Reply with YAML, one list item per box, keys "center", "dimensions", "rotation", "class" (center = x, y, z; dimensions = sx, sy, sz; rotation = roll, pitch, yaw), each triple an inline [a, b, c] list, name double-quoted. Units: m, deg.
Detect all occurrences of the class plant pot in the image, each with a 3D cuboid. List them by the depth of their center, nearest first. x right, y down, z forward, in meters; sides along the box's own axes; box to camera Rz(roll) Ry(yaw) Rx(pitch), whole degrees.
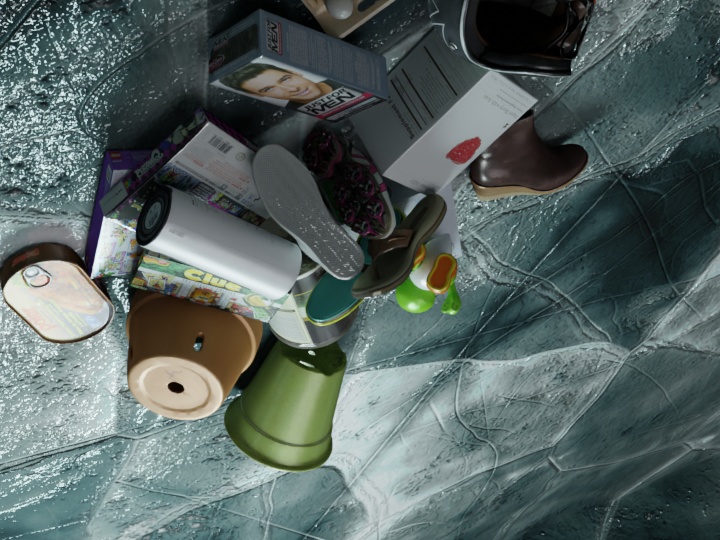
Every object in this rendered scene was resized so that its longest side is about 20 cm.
- center: [-0.251, 0.120, 1.455]
  dimensions: [0.200, 0.140, 0.200]
  rotation: [4, 132, 4]
  class: "plant pot"
- center: [-0.111, 0.206, 1.732]
  dimensions: [0.200, 0.200, 0.190]
  rotation: [1, 125, -36]
  class: "plant pot"

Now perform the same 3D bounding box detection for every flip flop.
- center: [0.044, -0.038, 1.322]
  dimensions: [0.058, 0.081, 0.200]
  rotation: [52, 59, -26]
  class: "flip flop"

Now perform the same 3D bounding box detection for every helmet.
- center: [0.174, -0.322, 1.173]
  dimensions: [0.191, 0.200, 0.200]
  rotation: [17, 141, 4]
  class: "helmet"

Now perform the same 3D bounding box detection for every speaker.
- center: [-0.171, -0.032, 1.253]
  dimensions: [0.200, 0.081, 0.081]
  rotation: [24, 122, -36]
  class: "speaker"

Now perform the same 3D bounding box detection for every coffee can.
- center: [-0.090, 0.005, 1.477]
  dimensions: [0.146, 0.146, 0.200]
  rotation: [-24, 147, -4]
  class: "coffee can"

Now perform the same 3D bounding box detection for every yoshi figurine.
- center: [0.089, 0.018, 1.456]
  dimensions: [0.112, 0.112, 0.200]
  rotation: [-15, 172, 5]
  class: "yoshi figurine"

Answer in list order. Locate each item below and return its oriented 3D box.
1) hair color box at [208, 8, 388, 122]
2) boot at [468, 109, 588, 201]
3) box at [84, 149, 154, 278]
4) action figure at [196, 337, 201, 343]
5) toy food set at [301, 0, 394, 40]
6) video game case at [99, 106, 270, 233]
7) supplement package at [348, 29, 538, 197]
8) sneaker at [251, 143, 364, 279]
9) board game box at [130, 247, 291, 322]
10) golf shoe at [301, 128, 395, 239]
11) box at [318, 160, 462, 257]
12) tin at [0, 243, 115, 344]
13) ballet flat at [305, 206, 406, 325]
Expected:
- center: [-0.071, -0.238, 1.201]
  dimensions: [0.200, 0.061, 0.099]
  rotation: [11, 161, -43]
  class: "hair color box"
- center: [0.261, -0.183, 1.536]
  dimensions: [0.200, 0.072, 0.166]
  rotation: [-19, 149, -6]
  class: "boot"
- center: [-0.279, -0.074, 1.331]
  dimensions: [0.137, 0.039, 0.200]
  rotation: [-5, 141, -30]
  class: "box"
- center: [-0.211, 0.028, 1.509]
  dimensions: [0.118, 0.055, 0.200]
  rotation: [-7, 138, -26]
  class: "action figure"
- center: [-0.021, -0.352, 1.113]
  dimensions: [0.143, 0.060, 0.200]
  rotation: [-34, 147, 10]
  class: "toy food set"
- center: [-0.198, -0.098, 1.288]
  dimensions: [0.181, 0.036, 0.200]
  rotation: [-41, 145, 15]
  class: "video game case"
- center: [0.107, -0.214, 1.340]
  dimensions: [0.200, 0.120, 0.121]
  rotation: [-43, 145, 23]
  class: "supplement package"
- center: [-0.081, -0.076, 1.303]
  dimensions: [0.074, 0.116, 0.200]
  rotation: [-38, 107, -8]
  class: "sneaker"
- center: [-0.202, 0.018, 1.361]
  dimensions: [0.200, 0.023, 0.105]
  rotation: [16, 148, -16]
  class: "board game box"
- center: [0.003, -0.114, 1.332]
  dimensions: [0.092, 0.200, 0.073]
  rotation: [13, 124, -43]
  class: "golf shoe"
- center: [0.049, -0.076, 1.515]
  dimensions: [0.176, 0.097, 0.200]
  rotation: [-22, 146, -4]
  class: "box"
- center: [-0.415, 0.034, 1.388]
  dimensions: [0.112, 0.042, 0.200]
  rotation: [-29, 147, -5]
  class: "tin"
- center: [0.000, 0.000, 1.395]
  dimensions: [0.200, 0.067, 0.067]
  rotation: [-54, 164, -10]
  class: "ballet flat"
